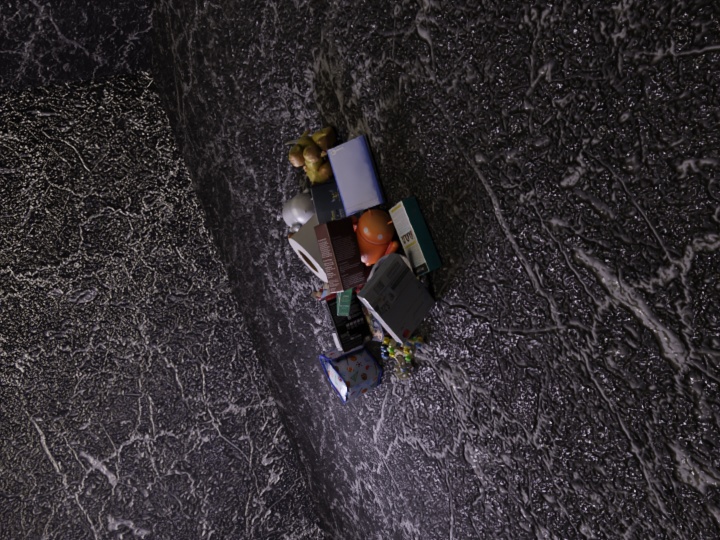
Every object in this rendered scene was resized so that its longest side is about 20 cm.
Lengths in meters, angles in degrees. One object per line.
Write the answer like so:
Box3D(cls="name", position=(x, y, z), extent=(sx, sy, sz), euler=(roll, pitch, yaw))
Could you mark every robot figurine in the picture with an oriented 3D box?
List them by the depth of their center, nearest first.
Box3D(cls="robot figurine", position=(0.035, -0.101, 1.575), extent=(0.146, 0.114, 0.201), euler=(64, 153, 26))
Box3D(cls="robot figurine", position=(-0.226, -0.226, 1.993), extent=(0.199, 0.111, 0.174), euler=(-13, 63, 64))

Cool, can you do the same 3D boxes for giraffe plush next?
Box3D(cls="giraffe plush", position=(-0.147, -0.356, 1.736), extent=(0.198, 0.173, 0.164), euler=(16, 143, 47))

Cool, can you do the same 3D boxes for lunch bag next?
Box3D(cls="lunch bag", position=(-0.040, 0.359, 1.968), extent=(0.201, 0.167, 0.126), euler=(49, 144, 36))

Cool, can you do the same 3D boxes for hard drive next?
Box3D(cls="hard drive", position=(-0.013, -0.281, 1.573), extent=(0.130, 0.025, 0.204), euler=(-15, 95, 27))

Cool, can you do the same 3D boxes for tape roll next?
Box3D(cls="tape roll", position=(-0.131, -0.079, 1.801), extent=(0.203, 0.139, 0.203), euler=(44, 168, 12))

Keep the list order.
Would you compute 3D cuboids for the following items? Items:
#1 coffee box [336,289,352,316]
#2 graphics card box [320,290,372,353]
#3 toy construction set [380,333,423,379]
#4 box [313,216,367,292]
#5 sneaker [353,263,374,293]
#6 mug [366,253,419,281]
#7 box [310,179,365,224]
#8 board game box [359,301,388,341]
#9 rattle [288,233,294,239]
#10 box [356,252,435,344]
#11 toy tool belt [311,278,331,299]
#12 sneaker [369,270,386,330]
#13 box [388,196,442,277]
Box3D(cls="coffee box", position=(-0.049, 0.029, 1.704), extent=(0.124, 0.043, 0.203), euler=(-96, 12, -53))
Box3D(cls="graphics card box", position=(-0.049, 0.170, 1.829), extent=(0.051, 0.124, 0.204), euler=(-23, 87, 61))
Box3D(cls="toy construction set", position=(0.128, 0.260, 1.675), extent=(0.128, 0.093, 0.202), euler=(16, 140, 12))
Box3D(cls="box", position=(-0.058, -0.046, 1.541), extent=(0.074, 0.099, 0.205), euler=(-7, 97, 50))
Box3D(cls="sneaker", position=(0.000, 0.000, 1.761), extent=(0.098, 0.070, 0.204), euler=(41, 143, 41))
Box3D(cls="mug", position=(0.087, 0.060, 1.566), extent=(0.153, 0.146, 0.191), euler=(140, 114, -70))
Box3D(cls="box", position=(-0.062, -0.184, 1.657), extent=(0.051, 0.154, 0.205), euler=(-108, 6, -76))
Box3D(cls="board game box", position=(0.034, 0.176, 1.854), extent=(0.199, 0.034, 0.138), euler=(-10, 98, 63))
Box3D(cls="rattle", position=(-0.220, -0.068, 2.069), extent=(0.130, 0.142, 0.201), euler=(43, 141, 10))
Box3D(cls="box", position=(0.102, 0.078, 1.443), extent=(0.200, 0.157, 0.041), euler=(48, 164, -27))
Box3D(cls="toy tool belt", position=(-0.095, 0.059, 1.962), extent=(0.199, 0.123, 0.126), euler=(8, 84, 57))
Box3D(cls="sneaker", position=(0.081, 0.100, 1.686), extent=(0.202, 0.059, 0.105), euler=(62, 157, 23))
Box3D(cls="box", position=(0.149, -0.091, 1.440), extent=(0.082, 0.048, 0.204), euler=(-29, 81, 64))
